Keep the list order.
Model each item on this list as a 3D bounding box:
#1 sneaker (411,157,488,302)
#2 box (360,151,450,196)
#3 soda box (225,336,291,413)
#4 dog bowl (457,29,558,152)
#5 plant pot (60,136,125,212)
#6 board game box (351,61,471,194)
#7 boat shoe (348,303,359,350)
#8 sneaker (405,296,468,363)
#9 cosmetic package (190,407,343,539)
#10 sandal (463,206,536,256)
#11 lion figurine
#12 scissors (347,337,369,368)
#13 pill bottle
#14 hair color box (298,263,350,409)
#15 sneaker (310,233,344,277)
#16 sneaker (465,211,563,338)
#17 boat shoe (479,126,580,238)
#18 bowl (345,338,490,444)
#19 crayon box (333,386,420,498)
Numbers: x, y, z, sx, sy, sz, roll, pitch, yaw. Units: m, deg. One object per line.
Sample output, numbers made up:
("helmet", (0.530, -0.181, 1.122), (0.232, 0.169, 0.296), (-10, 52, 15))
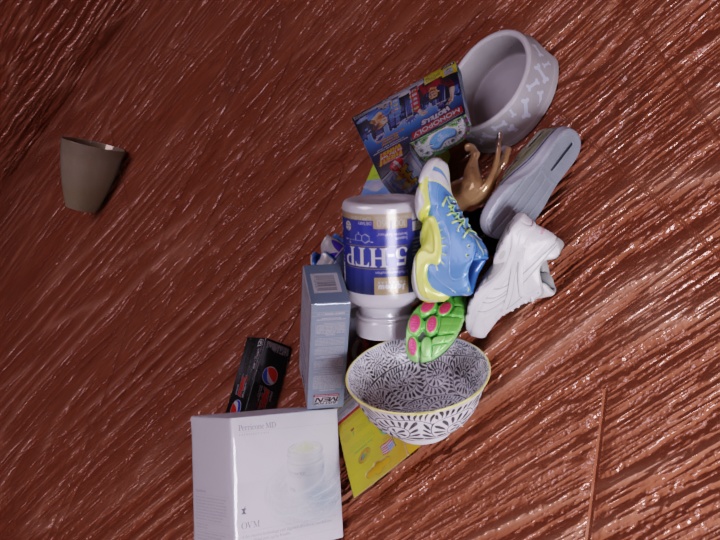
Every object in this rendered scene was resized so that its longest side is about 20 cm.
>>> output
("sneaker", (0.130, -0.054, 1.215), (0.105, 0.076, 0.201), (3, 90, 25))
("box", (0.065, -0.130, 1.424), (0.121, 0.048, 0.201), (-2, 45, 26))
("soda box", (-0.193, 0.225, 1.615), (0.071, 0.063, 0.201), (-4, 67, 52))
("dog bowl", (0.216, -0.289, 1.400), (0.200, 0.059, 0.201), (-30, 49, 40))
("plant pot", (-0.818, -0.281, 2.643), (0.187, 0.187, 0.201), (28, 107, 55))
("board game box", (0.086, -0.208, 1.390), (0.199, 0.062, 0.201), (-25, 41, 22))
("boat shoe", (-0.036, 0.103, 1.455), (0.200, 0.073, 0.068), (112, 155, -45))
("sneaker", (0.121, 0.061, 1.273), (0.076, 0.084, 0.200), (15, 50, 19))
("cosmetic package", (-0.140, 0.313, 1.336), (0.123, 0.199, 0.201), (-12, 80, 48))
("sandal", (0.178, -0.063, 1.328), (0.200, 0.043, 0.076), (1, 70, 52))
("lion figurine", (0.146, -0.108, 1.280), (0.200, 0.072, 0.123), (128, 162, -58))
("scissors", (0.007, 0.184, 1.343), (0.073, 0.014, 0.200), (-46, 41, 24))
("pill bottle", (0.035, -0.006, 1.293), (0.119, 0.119, 0.201), (15, 111, 54))
("hair color box", (-0.056, 0.101, 1.330), (0.099, 0.060, 0.201), (-107, 18, -54))
("sneaker", (0.000, 0.000, 1.419), (0.200, 0.147, 0.081), (-15, 34, 51))
("sneaker", (0.211, 0.025, 1.206), (0.078, 0.099, 0.201), (-53, -12, -54))
("boat shoe", (0.234, -0.124, 1.252), (0.200, 0.072, 0.062), (-47, 28, -13))
("bowl", (0.084, 0.179, 1.230), (0.201, 0.200, 0.095), (34, 138, 54))
("crayon box", (0.024, 0.233, 1.343), (0.127, 0.051, 0.201), (-44, 40, 28))
